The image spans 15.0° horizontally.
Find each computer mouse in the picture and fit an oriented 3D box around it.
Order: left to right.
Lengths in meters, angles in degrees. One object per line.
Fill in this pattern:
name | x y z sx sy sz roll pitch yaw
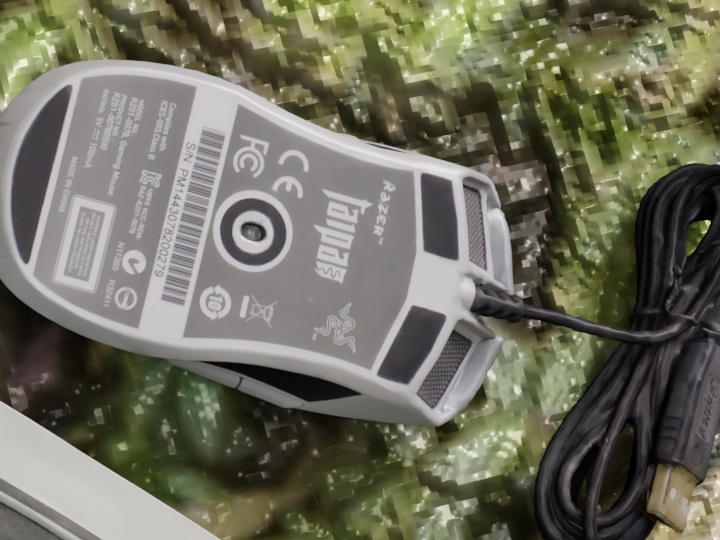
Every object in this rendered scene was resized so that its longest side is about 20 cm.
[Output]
computer mouse | 0.000 0.000 0.681 0.199 0.044 0.110 17 78 -14

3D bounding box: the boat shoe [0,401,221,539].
boat shoe | -0.097 0.064 0.627 0.200 0.071 0.064 30 71 -6
